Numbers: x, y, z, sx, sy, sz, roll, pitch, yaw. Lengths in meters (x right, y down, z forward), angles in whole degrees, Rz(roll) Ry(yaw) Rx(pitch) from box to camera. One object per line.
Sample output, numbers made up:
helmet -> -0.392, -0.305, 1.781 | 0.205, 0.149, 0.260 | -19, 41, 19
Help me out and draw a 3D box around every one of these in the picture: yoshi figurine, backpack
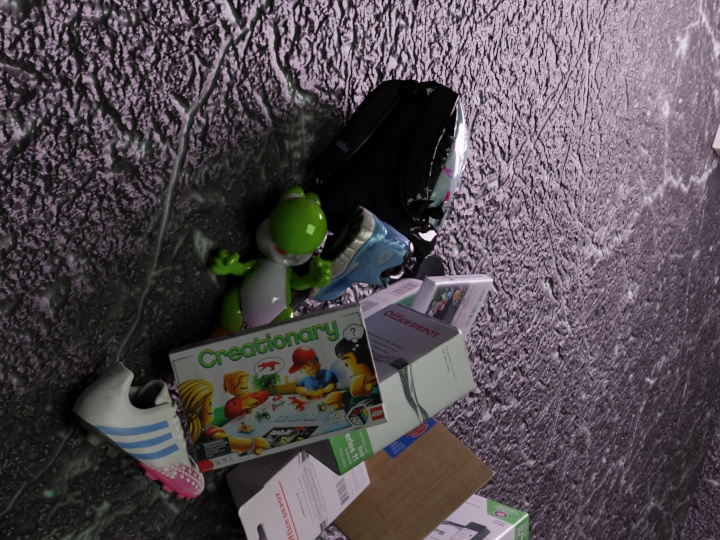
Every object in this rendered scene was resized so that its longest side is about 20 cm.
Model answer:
yoshi figurine -> -0.090, 0.002, 1.088 | 0.112, 0.112, 0.201 | 29, 77, -49
backpack -> 0.046, -0.123, 1.204 | 0.127, 0.166, 0.200 | 73, 38, -64

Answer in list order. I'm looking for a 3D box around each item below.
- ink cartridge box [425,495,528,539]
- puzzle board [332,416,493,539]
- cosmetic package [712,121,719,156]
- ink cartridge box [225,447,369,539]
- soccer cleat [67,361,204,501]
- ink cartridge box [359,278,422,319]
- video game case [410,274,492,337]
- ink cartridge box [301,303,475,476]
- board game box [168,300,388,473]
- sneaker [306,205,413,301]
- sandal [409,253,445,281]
ink cartridge box -> 0.138, 0.411, 1.534 | 0.200, 0.146, 0.083 | -19, 116, -52
puzzle board -> 0.050, 0.274, 1.330 | 0.200, 0.151, 0.017 | -36, 150, -25
cosmetic package -> 0.871, -0.349, 2.312 | 0.071, 0.105, 0.201 | 24, 83, -56
ink cartridge box -> -0.084, 0.259, 1.222 | 0.200, 0.068, 0.116 | -37, 122, -42
soccer cleat -> -0.200, 0.161, 1.022 | 0.086, 0.070, 0.200 | -53, 141, -12
ink cartridge box -> 0.027, 0.127, 1.359 | 0.161, 0.050, 0.201 | -26, 122, -47
video game case -> 0.093, 0.097, 1.387 | 0.182, 0.023, 0.200 | -2, 121, -60
ink cartridge box -> 0.010, 0.129, 1.190 | 0.200, 0.146, 0.083 | -29, 116, -23
board game box -> -0.082, 0.117, 1.050 | 0.199, 0.035, 0.127 | -15, 98, -5
sneaker -> 0.000, 0.000, 1.158 | 0.200, 0.090, 0.079 | 140, -29, -67
sandal -> 0.108, 0.062, 1.443 | 0.075, 0.048, 0.201 | -39, 134, -39
